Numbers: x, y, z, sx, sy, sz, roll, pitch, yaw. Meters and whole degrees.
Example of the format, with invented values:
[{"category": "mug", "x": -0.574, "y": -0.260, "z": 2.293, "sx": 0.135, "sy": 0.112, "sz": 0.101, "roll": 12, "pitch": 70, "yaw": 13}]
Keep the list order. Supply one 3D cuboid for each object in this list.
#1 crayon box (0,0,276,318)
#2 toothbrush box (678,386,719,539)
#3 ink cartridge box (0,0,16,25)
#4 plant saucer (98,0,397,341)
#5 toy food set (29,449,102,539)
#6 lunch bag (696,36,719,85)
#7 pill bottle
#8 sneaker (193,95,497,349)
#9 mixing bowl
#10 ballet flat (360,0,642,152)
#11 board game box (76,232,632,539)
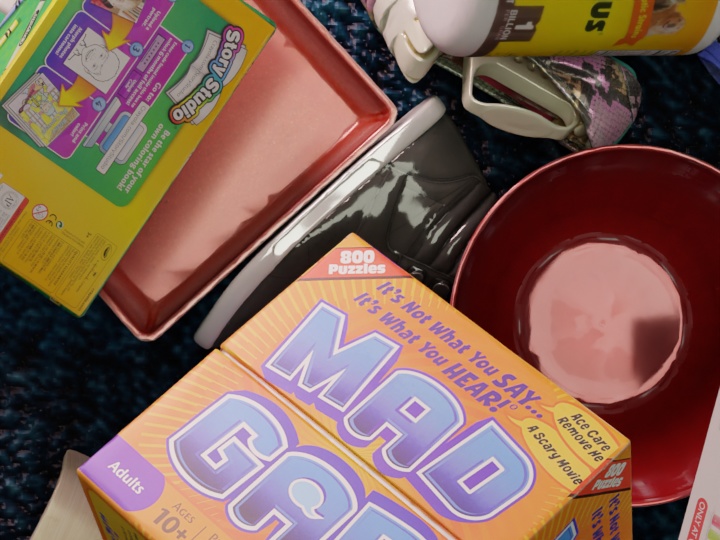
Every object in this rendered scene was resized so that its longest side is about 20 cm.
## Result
[{"category": "crayon box", "x": -0.152, "y": -0.091, "z": 1.293, "sx": 0.119, "sy": 0.058, "sz": 0.200, "roll": 36, "pitch": 86, "yaw": -28}, {"category": "toothbrush box", "x": 0.284, "y": 0.100, "z": 1.288, "sx": 0.199, "sy": 0.086, "sz": 0.146, "roll": -9, "pitch": 120, "yaw": -39}, {"category": "ink cartridge box", "x": -0.268, "y": -0.164, "z": 1.344, "sx": 0.200, "sy": 0.050, "sz": 0.161, "roll": 28, "pitch": 87, "yaw": 8}, {"category": "plant saucer", "x": -0.114, "y": -0.094, "z": 1.365, "sx": 0.200, "sy": 0.037, "sz": 0.200, "roll": -42, "pitch": 84, "yaw": -1}, {"category": "toy food set", "x": -0.152, "y": 0.224, "z": 1.367, "sx": 0.143, "sy": 0.060, "sz": 0.201, "roll": 27, "pitch": 90, "yaw": -13}, {"category": "lunch bag", "x": 0.315, "y": -0.110, "z": 1.348, "sx": 0.170, "sy": 0.124, "sz": 0.200, "roll": -38, "pitch": 75, "yaw": -1}, {"category": "pill bottle", "x": 0.135, "y": -0.173, "z": 1.293, "sx": 0.199, "sy": 0.109, "sz": 0.110, "roll": -3, "pitch": 90, "yaw": -21}, {"category": "sneaker", "x": 0.000, "y": 0.000, "z": 1.360, "sx": 0.200, "sy": 0.071, "sz": 0.099, "roll": -42, "pitch": 95, "yaw": 1}, {"category": "mixing bowl", "x": 0.145, "y": 0.030, "z": 1.344, "sx": 0.199, "sy": 0.108, "sz": 0.201, "roll": 0, "pitch": 90, "yaw": -3}, {"category": "ballet flat", "x": 0.067, "y": -0.126, "z": 1.354, "sx": 0.200, "sy": 0.069, "sz": 0.071, "roll": 30, "pitch": 60, "yaw": 1}, {"category": "board game box", "x": 0.005, "y": 0.149, "z": 1.234, "sx": 0.200, "sy": 0.200, "sz": 0.200, "roll": -41, "pitch": 59, "yaw": -21}]
